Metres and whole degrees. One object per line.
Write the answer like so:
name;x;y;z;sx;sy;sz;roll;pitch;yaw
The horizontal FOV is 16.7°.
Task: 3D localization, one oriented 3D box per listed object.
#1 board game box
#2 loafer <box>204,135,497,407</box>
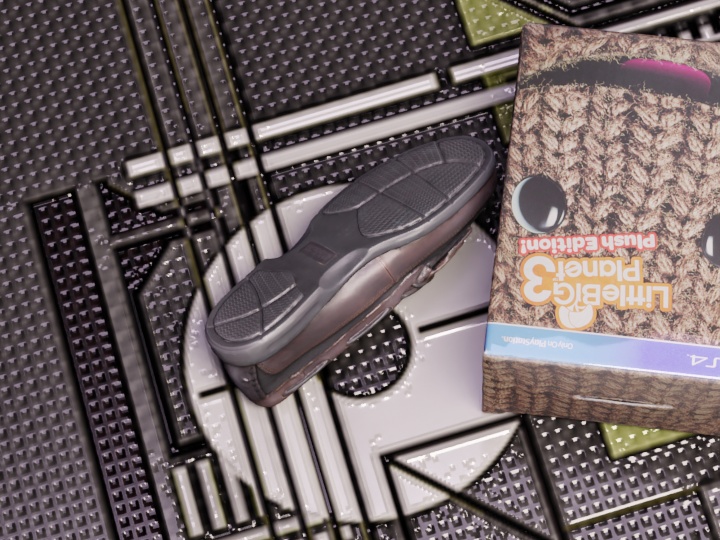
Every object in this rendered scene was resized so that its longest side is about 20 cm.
board game box;0.156;-0.021;1.367;0.158;0.097;0.202;5;69;5
loafer;0.000;0.000;1.396;0.200;0.063;0.072;-37;41;-16
